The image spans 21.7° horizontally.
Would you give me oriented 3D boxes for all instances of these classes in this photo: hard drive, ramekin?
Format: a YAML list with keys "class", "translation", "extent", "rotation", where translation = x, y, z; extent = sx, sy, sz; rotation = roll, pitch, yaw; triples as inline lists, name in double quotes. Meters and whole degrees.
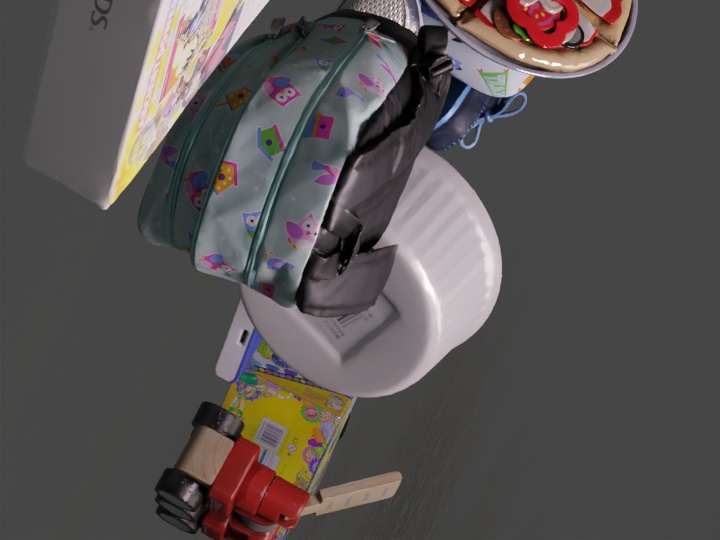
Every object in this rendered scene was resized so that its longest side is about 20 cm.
- class: "hard drive"
  translation: [-0.070, -0.005, 1.741]
  extent: [0.200, 0.025, 0.132]
  rotation: [-60, 175, -43]
- class: "ramekin"
  translation: [0.000, 0.000, 1.450]
  extent: [0.098, 0.200, 0.201]
  rotation: [-48, 167, -48]

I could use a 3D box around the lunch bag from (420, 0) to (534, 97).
- class: "lunch bag"
  translation: [0.103, -0.232, 1.432]
  extent: [0.200, 0.160, 0.076]
  rotation: [-59, 176, -36]

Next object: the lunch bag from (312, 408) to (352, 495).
- class: "lunch bag"
  translation: [-0.077, 0.206, 2.562]
  extent: [0.164, 0.117, 0.201]
  rotation: [108, 4, -66]

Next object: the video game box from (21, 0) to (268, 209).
- class: "video game box"
  translation: [-0.052, -0.149, 0.696]
  extent: [0.200, 0.047, 0.183]
  rotation: [113, 3, -47]

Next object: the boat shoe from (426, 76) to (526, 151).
- class: "boat shoe"
  translation: [0.100, -0.150, 1.480]
  extent: [0.084, 0.069, 0.200]
  rotation: [-20, -153, 37]

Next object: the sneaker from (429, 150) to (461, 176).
- class: "sneaker"
  translation: [0.004, -0.074, 1.567]
  extent: [0.099, 0.075, 0.200]
  rotation: [-29, -152, -19]

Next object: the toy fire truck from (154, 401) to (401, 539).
- class: "toy fire truck"
  translation: [-0.079, 0.212, 1.798]
  extent: [0.129, 0.199, 0.176]
  rotation: [-61, 176, -19]

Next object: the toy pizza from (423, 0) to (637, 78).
- class: "toy pizza"
  translation: [0.120, -0.230, 1.369]
  extent: [0.032, 0.200, 0.201]
  rotation: [-47, -170, 53]

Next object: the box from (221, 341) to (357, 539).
- class: "box"
  translation: [-0.085, 0.167, 2.041]
  extent: [0.201, 0.122, 0.193]
  rotation: [-65, 176, 26]

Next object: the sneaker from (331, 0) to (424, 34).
- class: "sneaker"
  translation: [-0.018, -0.112, 1.296]
  extent: [0.201, 0.077, 0.085]
  rotation: [-64, 172, 11]

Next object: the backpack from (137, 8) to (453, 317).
- class: "backpack"
  translation: [-0.035, -0.055, 1.027]
  extent: [0.200, 0.126, 0.168]
  rotation: [-52, 157, -68]
